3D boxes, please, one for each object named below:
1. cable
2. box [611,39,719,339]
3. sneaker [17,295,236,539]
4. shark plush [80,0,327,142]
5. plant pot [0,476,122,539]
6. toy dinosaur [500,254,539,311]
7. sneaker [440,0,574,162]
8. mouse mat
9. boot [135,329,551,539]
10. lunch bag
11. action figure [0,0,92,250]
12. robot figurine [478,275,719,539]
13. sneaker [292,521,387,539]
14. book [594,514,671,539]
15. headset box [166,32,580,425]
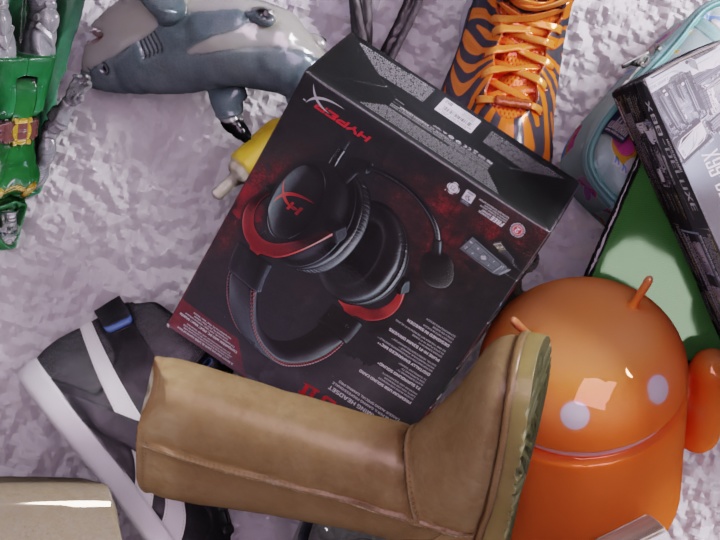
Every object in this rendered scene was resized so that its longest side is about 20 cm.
[{"bbox_3d":[0.000,-0.102,0.975,0.097,0.050,0.200,30,87,-4],"label":"cable"},{"bbox_3d":[0.197,-0.016,0.850,0.050,0.158,0.200,-24,91,4],"label":"box"},{"bbox_3d":[-0.093,0.101,0.945,0.112,0.073,0.200,-40,90,-6],"label":"sneaker"},{"bbox_3d":[-0.065,-0.115,0.953,0.200,0.091,0.083,20,100,5],"label":"shark plush"},{"bbox_3d":[-0.210,0.200,0.878,0.177,0.200,0.200,-12,87,-15],"label":"plant pot"},{"bbox_3d":[0.053,-0.019,0.955,0.200,0.047,0.088,21,96,-14],"label":"toy dinosaur"},{"bbox_3d":[0.083,-0.125,0.917,0.078,0.112,0.200,10,58,-4],"label":"sneaker"},{"bbox_3d":[0.240,-0.009,0.930,0.200,0.008,0.161,23,94,0],"label":"mouse mat"},{"bbox_3d":[-0.014,0.079,0.830,0.200,0.175,0.066,15,41,8],"label":"boot"},{"bbox_3d":[0.230,-0.059,0.978,0.200,0.077,0.160,43,85,-2],"label":"lunch bag"},{"bbox_3d":[-0.197,-0.105,0.931,0.118,0.055,0.200,-11,121,-42],"label":"action figure"},{"bbox_3d":[0.120,0.086,0.908,0.144,0.200,0.117,15,47,22],"label":"robot figurine"},{"bbox_3d":[-0.035,0.234,0.935,0.077,0.146,0.202,19,49,-20],"label":"sneaker"},{"bbox_3d":[0.138,0.249,0.862,0.134,0.048,0.200,-26,93,-2],"label":"book"},{"bbox_3d":[0.000,0.000,0.882,0.149,0.075,0.200,34,121,3],"label":"headset box"}]
